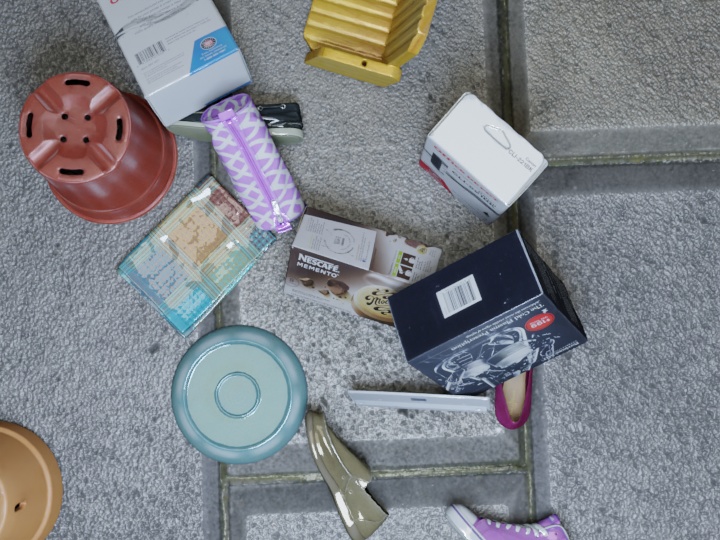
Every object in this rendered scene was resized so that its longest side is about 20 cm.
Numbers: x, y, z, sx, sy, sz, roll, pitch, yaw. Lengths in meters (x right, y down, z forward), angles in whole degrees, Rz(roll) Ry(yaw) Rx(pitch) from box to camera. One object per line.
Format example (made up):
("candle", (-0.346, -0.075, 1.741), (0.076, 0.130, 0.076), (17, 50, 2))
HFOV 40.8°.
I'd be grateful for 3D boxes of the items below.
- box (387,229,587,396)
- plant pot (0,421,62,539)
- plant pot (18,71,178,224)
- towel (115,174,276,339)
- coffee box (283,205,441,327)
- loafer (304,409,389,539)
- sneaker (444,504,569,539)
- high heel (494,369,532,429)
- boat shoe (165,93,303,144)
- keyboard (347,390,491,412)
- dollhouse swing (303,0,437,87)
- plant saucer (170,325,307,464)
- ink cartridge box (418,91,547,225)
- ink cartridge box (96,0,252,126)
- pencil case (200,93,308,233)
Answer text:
("box", (0.171, 0.066, 1.289), (0.199, 0.182, 0.104), (-29, 56, 18))
("plant pot", (-0.524, 0.313, 1.318), (0.199, 0.140, 0.201), (0, 86, -1))
("plant pot", (-0.369, -0.177, 1.340), (0.200, 0.195, 0.202), (0, 85, 0))
("towel", (-0.240, -0.022, 1.415), (0.147, 0.022, 0.200), (43, 86, 2))
("coffee box", (0.000, 0.000, 1.360), (0.199, 0.113, 0.080), (18, 52, 1))
("loafer", (-0.021, 0.282, 1.369), (0.067, 0.076, 0.201), (-24, 96, -3))
("sneaker", (0.218, 0.370, 1.367), (0.200, 0.073, 0.114), (41, 82, -8))
("high heel", (0.222, 0.122, 1.369), (0.067, 0.096, 0.201), (1, 85, -1))
("boat shoe", (-0.180, -0.224, 1.407), (0.198, 0.075, 0.066), (2, 81, 1))
("keyboard", (0.083, 0.183, 1.364), (0.199, 0.056, 0.011), (1, 61, 12))
("dollhouse swing", (0.018, -0.389, 1.372), (0.181, 0.176, 0.201), (16, 86, 1))
("plant saucer", (-0.176, 0.179, 1.397), (0.199, 0.027, 0.201), (0, 85, -1))
("ink cartridge box", (0.164, -0.149, 1.339), (0.144, 0.200, 0.084), (42, 86, 3))
("ink cartridge box", (-0.264, -0.329, 1.380), (0.145, 0.084, 0.200), (-28, 65, -3))
("pencil case", (-0.149, -0.146, 1.356), (0.084, 0.086, 0.201), (-22, 118, 10))
